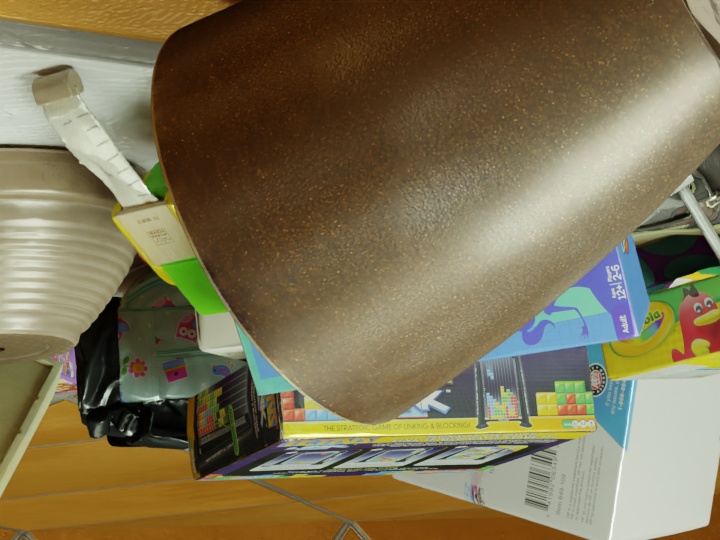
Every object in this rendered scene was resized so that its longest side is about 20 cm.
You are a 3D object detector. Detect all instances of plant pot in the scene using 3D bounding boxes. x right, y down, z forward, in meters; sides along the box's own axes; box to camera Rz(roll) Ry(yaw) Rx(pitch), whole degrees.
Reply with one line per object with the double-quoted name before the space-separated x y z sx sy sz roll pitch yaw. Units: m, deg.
"plant pot" -0.213 0.001 1.076 0.200 0.093 0.201 -6 168 -1
"plant pot" 0.052 -0.064 0.757 0.199 0.188 0.187 -28 159 23

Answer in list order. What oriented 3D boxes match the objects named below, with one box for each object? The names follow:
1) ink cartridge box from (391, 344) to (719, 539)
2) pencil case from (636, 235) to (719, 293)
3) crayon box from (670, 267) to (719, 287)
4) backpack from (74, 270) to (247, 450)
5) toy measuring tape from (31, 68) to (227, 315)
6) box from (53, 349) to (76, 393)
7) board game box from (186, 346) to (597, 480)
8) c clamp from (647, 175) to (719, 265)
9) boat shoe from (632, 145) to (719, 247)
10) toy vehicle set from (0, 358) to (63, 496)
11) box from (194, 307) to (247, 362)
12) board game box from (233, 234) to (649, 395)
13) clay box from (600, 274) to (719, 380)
"ink cartridge box" 0.149 0.102 1.402 0.199 0.147 0.146 13 -172 39
"pencil case" 0.212 -0.034 1.100 0.200 0.093 0.085 -17 -156 46
"crayon box" 0.169 -0.006 1.302 0.199 0.052 0.126 2 166 -34
"backpack" -0.095 0.057 1.306 0.199 0.127 0.167 -5 179 -5
"toy measuring tape" -0.101 -0.051 0.969 0.073 0.074 0.200 -11 138 24
"box" -0.313 0.071 1.471 0.136 0.039 0.200 -9 167 11
"board game box" 0.014 0.086 1.132 0.199 0.057 0.165 1 165 -24
"c clamp" 0.081 -0.016 0.978 0.199 0.027 0.171 -29 121 3
"boat shoe" 0.167 -0.053 1.034 0.065 0.074 0.200 7 158 -41
"toy vehicle set" -0.285 0.060 1.097 0.199 0.124 0.027 23 122 -2
"box" 0.000 0.000 1.120 0.127 0.110 0.200 -10 167 23
"board game box" 0.024 -0.029 0.909 0.199 0.153 0.045 -10 -161 20
"clay box" 0.245 0.019 1.047 0.199 0.048 0.115 -19 167 35
